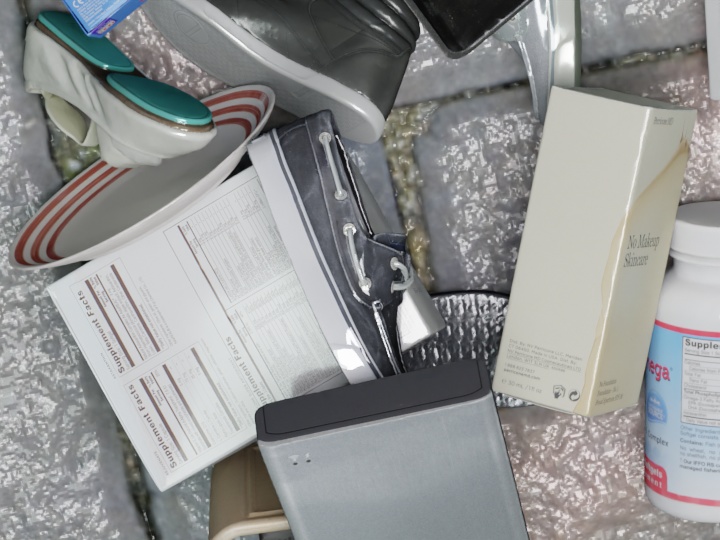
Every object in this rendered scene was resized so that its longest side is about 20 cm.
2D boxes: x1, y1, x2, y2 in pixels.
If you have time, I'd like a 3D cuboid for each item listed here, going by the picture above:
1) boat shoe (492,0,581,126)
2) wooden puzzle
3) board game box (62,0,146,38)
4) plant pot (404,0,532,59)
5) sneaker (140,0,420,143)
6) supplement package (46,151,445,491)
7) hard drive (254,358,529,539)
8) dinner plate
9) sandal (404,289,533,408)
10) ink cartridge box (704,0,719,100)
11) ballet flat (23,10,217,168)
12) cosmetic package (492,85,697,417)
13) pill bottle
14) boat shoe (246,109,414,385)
[{"bbox_3d":[0.106,-0.187,1.718,0.071,0.070,0.203,-5,101,10],"label":"boat shoe"},{"bbox_3d":[-0.002,0.140,1.725,0.198,0.185,0.038,-12,102,0],"label":"wooden puzzle"},{"bbox_3d":[-0.171,-0.273,1.665,0.152,0.045,0.201,-37,89,7],"label":"board game box"},{"bbox_3d":[0.052,-0.290,1.602,0.199,0.178,0.200,-39,144,4],"label":"plant pot"},{"bbox_3d":[-0.050,-0.168,1.715,0.199,0.071,0.100,29,67,12],"label":"sneaker"},{"bbox_3d":[-0.070,0.024,1.696,0.199,0.152,0.151,-30,88,5],"label":"supplement package"},{"bbox_3d":[0.024,0.134,1.583,0.138,0.033,0.201,-13,142,3],"label":"hard drive"},{"bbox_3d":[-0.135,-0.053,1.664,0.199,0.200,0.024,-31,107,5],"label":"dinner plate"},{"bbox_3d":[0.049,0.046,1.785,0.198,0.043,0.077,9,96,5],"label":"sandal"},{"bbox_3d":[0.314,-0.158,1.671,0.059,0.199,0.105,-19,110,-43],"label":"ink cartridge box"},{"bbox_3d":[-0.156,-0.102,1.669,0.069,0.200,0.070,-19,126,-29],"label":"ballet flat"},{"bbox_3d":[0.152,-0.014,1.692,0.073,0.103,0.202,15,100,23],"label":"cosmetic package"},{"bbox_3d":[0.245,0.060,1.759,0.108,0.109,0.202,-2,104,-3],"label":"pill bottle"},{"bbox_3d":[0.000,0.000,1.582,0.067,0.072,0.201,-24,82,6],"label":"boat shoe"}]
